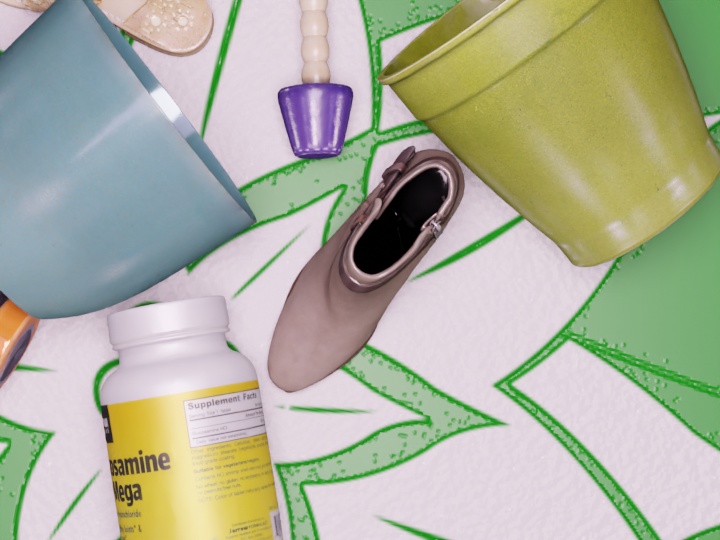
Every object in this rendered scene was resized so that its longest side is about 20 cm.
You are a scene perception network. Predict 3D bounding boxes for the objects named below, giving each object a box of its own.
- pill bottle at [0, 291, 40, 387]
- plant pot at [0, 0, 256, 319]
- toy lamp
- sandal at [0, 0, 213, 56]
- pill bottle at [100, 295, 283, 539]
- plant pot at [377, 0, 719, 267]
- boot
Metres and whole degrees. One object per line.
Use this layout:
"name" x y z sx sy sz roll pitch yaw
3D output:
"pill bottle" -0.324 0.008 1.164 0.199 0.106 0.107 30 86 0
"plant pot" -0.193 -0.065 1.131 0.160 0.201 0.201 -37 88 1
"toy lamp" -0.035 -0.182 1.209 0.058 0.058 0.202 -2 84 -2
"sandal" -0.205 -0.217 1.197 0.210 0.070 0.078 22 86 0
"pill bottle" -0.120 0.123 1.160 0.111 0.112 0.202 -9 87 -2
"plant pot" 0.146 -0.114 1.154 0.200 0.200 0.194 -37 100 -3
"boot" 0.000 0.000 1.153 0.070 0.146 0.201 34 87 -1
